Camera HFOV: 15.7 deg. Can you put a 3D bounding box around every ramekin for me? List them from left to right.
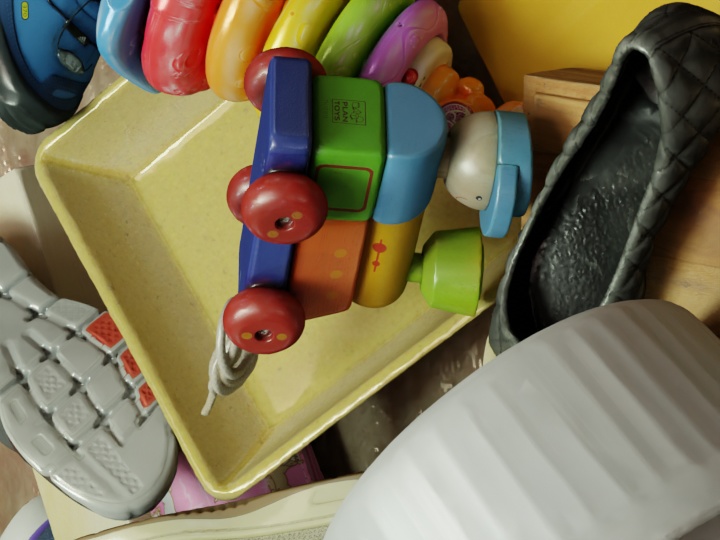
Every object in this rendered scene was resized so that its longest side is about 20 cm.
[{"bbox_3d":[0.079,0.103,0.974,0.098,0.200,0.201,53,129,25],"label":"ramekin"}]

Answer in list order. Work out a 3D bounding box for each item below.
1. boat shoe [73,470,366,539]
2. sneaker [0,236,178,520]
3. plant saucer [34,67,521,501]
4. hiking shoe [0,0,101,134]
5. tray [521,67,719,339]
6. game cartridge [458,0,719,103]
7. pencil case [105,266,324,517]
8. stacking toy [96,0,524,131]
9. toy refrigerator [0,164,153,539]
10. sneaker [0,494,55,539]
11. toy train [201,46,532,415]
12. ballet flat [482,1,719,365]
[{"bbox_3d":[-0.063,0.139,1.166,0.199,0.072,0.065,-14,81,15],"label":"boat shoe"},{"bbox_3d":[-0.146,0.058,1.241,0.200,0.077,0.082,45,158,37],"label":"sneaker"},{"bbox_3d":[-0.026,-0.028,1.180,0.200,0.048,0.200,-37,68,17],"label":"plant saucer"},{"bbox_3d":[-0.120,-0.158,1.218,0.087,0.074,0.201,-4,61,42],"label":"hiking shoe"},{"bbox_3d":[0.145,-0.019,1.011,0.200,0.037,0.099,12,107,44],"label":"tray"},{"bbox_3d":[0.141,-0.090,1.051,0.200,0.032,0.177,-41,68,44],"label":"game cartridge"},{"bbox_3d":[-0.059,0.098,1.245,0.087,0.083,0.201,-38,69,58],"label":"pencil case"},{"bbox_3d":[-0.004,-0.092,1.106,0.200,0.110,0.116,31,88,13],"label":"stacking toy"},{"bbox_3d":[-0.134,0.049,1.317,0.070,0.076,0.201,-28,77,44],"label":"toy refrigerator"},{"bbox_3d":[-0.127,0.229,1.348,0.146,0.080,0.201,19,106,32],"label":"sneaker"},{"bbox_3d":[0.000,0.000,1.092,0.200,0.115,0.085,102,170,-49],"label":"toy train"},{"bbox_3d":[0.085,-0.019,1.007,0.066,0.057,0.200,45,128,33],"label":"ballet flat"}]
